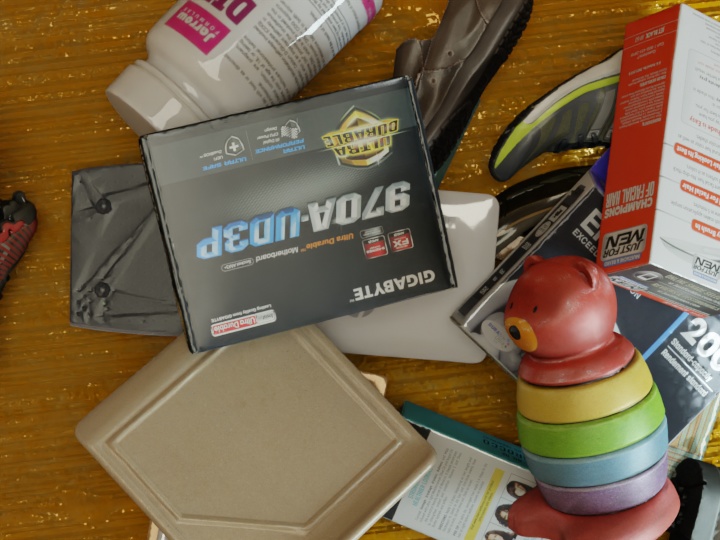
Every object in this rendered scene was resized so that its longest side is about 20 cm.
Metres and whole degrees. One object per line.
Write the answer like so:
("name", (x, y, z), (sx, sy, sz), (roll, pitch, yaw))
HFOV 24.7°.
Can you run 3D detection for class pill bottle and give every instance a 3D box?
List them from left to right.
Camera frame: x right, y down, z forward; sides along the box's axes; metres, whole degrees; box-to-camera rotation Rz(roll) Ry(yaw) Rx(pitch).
("pill bottle", (-0.088, -0.170, 1.234), (0.113, 0.113, 0.200), (43, 80, 0))

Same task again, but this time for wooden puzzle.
("wooden puzzle", (-0.075, 0.126, 1.181), (0.185, 0.037, 0.200), (-41, 76, -19))

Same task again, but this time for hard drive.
("hard drive", (-0.124, -0.016, 1.274), (0.200, 0.042, 0.135), (0, 89, 5))

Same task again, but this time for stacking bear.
("stacking bear", (0.155, 0.087, 1.160), (0.114, 0.121, 0.200), (-21, 107, -23))

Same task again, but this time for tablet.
("tablet", (0.000, 0.000, 1.232), (0.200, 0.014, 0.130), (5, 101, 2))

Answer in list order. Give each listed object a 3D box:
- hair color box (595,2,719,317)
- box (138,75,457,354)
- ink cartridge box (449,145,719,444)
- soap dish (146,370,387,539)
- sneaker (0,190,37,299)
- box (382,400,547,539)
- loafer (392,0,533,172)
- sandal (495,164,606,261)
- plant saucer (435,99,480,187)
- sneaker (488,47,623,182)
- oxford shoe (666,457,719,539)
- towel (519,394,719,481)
("hair color box", (0.240, -0.078, 1.197), (0.111, 0.064, 0.200), (20, 70, -30))
("box", (-0.045, -0.041, 1.174), (0.200, 0.046, 0.159), (-13, 96, -11))
("ink cartridge box", (0.202, 0.029, 1.235), (0.198, 0.043, 0.200), (43, 90, -20))
("soap dish", (-0.075, 0.163, 1.260), (0.157, 0.081, 0.200), (11, 90, 0))
("sneaker", (-0.312, 0.029, 1.265), (0.200, 0.071, 0.098), (-50, 122, -19))
("box", (0.109, 0.179, 1.270), (0.200, 0.049, 0.082), (23, 102, 0))
("loafer", (0.055, -0.142, 1.260), (0.071, 0.073, 0.200), (33, 86, 13))
("sandal", (0.119, -0.025, 1.269), (0.200, 0.082, 0.055), (-30, 107, -2))
("plant saucer", (0.022, -0.062, 1.296), (0.070, 0.019, 0.200), (26, 90, 0))
("sneaker", (0.190, -0.118, 1.266), (0.200, 0.074, 0.081), (-31, 91, -4))
("oxford shoe", (0.267, 0.251, 1.270), (0.084, 0.073, 0.200), (14, 98, -18))
("towel", (0.219, 0.074, 1.294), (0.146, 0.022, 0.200), (18, 89, 0))
